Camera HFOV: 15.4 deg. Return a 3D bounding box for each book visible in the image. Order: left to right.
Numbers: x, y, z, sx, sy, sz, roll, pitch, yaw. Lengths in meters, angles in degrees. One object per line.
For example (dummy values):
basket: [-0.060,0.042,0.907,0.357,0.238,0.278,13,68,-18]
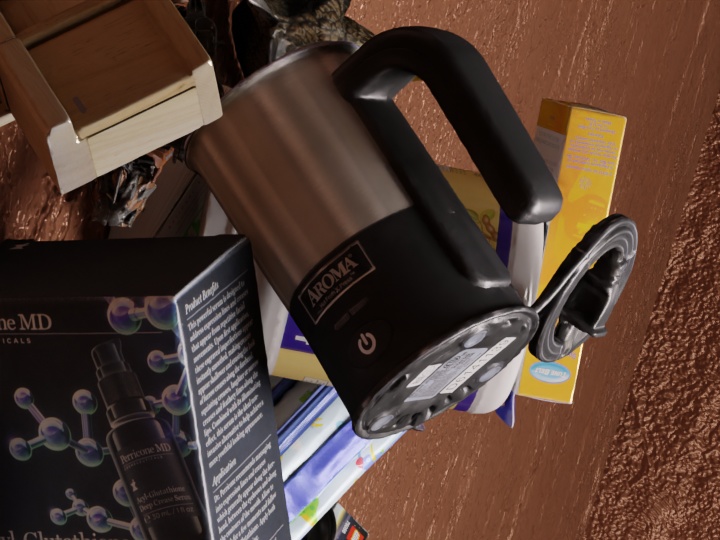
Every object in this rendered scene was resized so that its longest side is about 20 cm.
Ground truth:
book: [-0.108,-0.014,1.719,0.200,0.048,0.134,79,34,-59]

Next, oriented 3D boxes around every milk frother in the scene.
milk frother: [0.038,-0.028,1.476,0.180,0.189,0.200,-36,161,11]

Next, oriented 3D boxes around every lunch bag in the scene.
lunch bag: [-0.058,0.112,1.702,0.200,0.161,0.083,-45,111,-22]

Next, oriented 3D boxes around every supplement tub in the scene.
supplement tub: [0.000,0.000,1.601,0.145,0.199,0.146,-170,-90,-85]

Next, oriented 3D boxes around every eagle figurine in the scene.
eagle figurine: [-0.029,-0.127,1.714,0.152,0.151,0.201,-24,138,-54]

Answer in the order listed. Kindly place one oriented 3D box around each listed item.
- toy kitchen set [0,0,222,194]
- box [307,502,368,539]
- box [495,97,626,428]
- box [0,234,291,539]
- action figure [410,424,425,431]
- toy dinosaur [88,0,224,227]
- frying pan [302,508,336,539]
toy kitchen set: [-0.184,-0.147,1.117,0.163,0.200,0.181,-27,146,-13]
box: [-0.083,0.265,1.888,0.040,0.137,0.200,46,43,-18]
box: [0.119,-0.003,1.638,0.119,0.041,0.201,-124,-137,-82]
box: [-0.131,0.091,1.426,0.107,0.148,0.201,-43,128,-63]
action figure: [-0.054,0.095,1.861,0.102,0.199,0.119,163,-83,-66]
toy dinosaur: [-0.126,-0.125,1.512,0.136,0.102,0.201,-76,160,-86]
frying pan: [-0.087,0.201,1.835,0.190,0.114,0.031,-59,164,-48]
